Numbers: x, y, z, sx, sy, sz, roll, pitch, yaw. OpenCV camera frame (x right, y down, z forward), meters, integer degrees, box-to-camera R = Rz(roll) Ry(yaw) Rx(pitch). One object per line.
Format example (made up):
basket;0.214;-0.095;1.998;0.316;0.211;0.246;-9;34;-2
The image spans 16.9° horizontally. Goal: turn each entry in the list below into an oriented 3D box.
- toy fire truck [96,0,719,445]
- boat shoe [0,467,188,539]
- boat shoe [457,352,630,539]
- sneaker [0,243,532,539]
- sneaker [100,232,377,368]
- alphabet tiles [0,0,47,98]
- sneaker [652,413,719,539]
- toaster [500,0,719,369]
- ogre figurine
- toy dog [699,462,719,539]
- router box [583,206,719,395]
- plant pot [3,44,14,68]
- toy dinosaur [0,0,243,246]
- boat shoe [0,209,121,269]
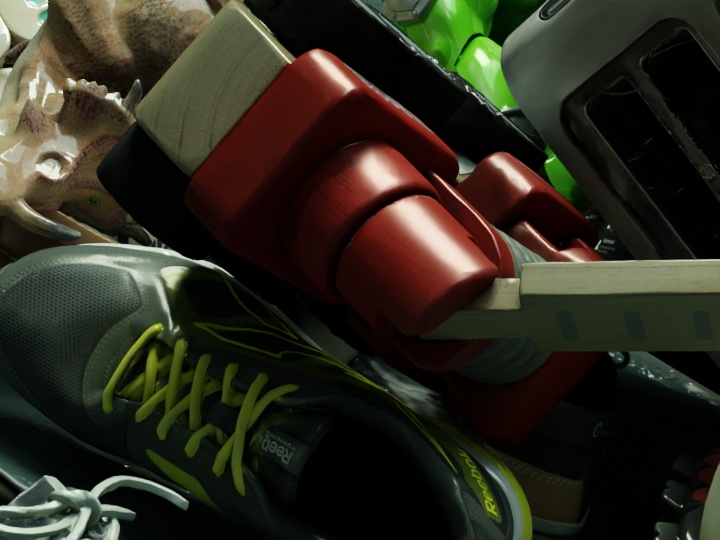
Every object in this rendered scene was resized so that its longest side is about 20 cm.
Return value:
toy fire truck;0.047;0.000;0.749;0.200;0.129;0.176;47;8;32
boat shoe;-0.098;0.079;0.659;0.200;0.062;0.075;29;17;17
boat shoe;0.071;0.045;0.959;0.074;0.062;0.200;20;17;-1
sneaker;-0.034;0.044;0.779;0.199;0.075;0.085;25;-4;7
sneaker;0.000;0.000;0.976;0.199;0.080;0.130;8;24;-38
alphabet tiles;-0.176;-0.117;0.960;0.200;0.015;0.196;-27;78;-20
sneaker;0.154;0.104;0.870;0.098;0.071;0.200;25;16;15
toaster;0.170;-0.069;0.825;0.200;0.181;0.119;53;45;1
ogre figurine;0.066;-0.086;0.949;0.200;0.098;0.120;-37;96;-41
toy dog;0.156;0.104;0.732;0.139;0.194;0.200;21;48;7
router box;0.156;0.015;1.016;0.150;0.062;0.200;31;-1;-10
plant pot;-0.177;-0.142;1.058;0.200;0.187;0.187;47;26;22
toy dinosaur;-0.060;-0.081;0.864;0.136;0.200;0.086;59;-4;37
boat shoe;-0.154;-0.026;0.883;0.199;0.068;0.072;20;16;-10
